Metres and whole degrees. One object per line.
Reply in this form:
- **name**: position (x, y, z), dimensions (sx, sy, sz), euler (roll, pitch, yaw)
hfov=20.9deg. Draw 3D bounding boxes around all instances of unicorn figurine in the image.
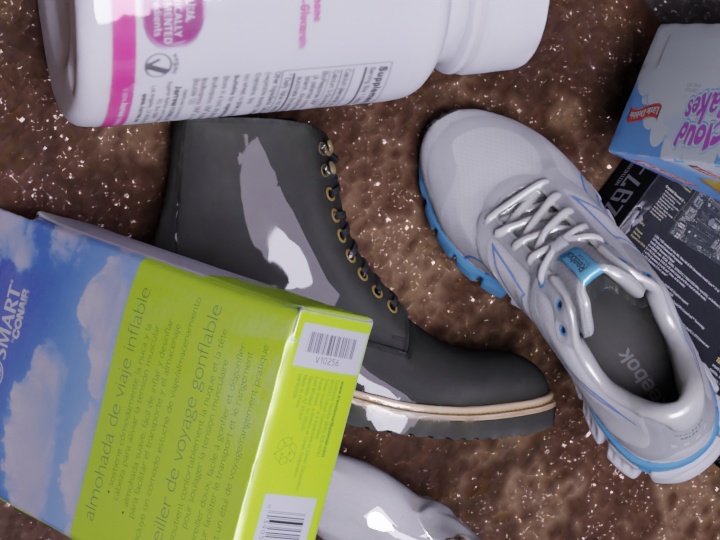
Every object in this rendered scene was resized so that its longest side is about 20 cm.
- **unicorn figurine**: position (0.006, 0.119, 0.871), dimensions (0.200, 0.137, 0.074), euler (45, 92, -5)

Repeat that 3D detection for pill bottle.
- **pill bottle**: position (-0.030, -0.124, 0.817), dimensions (0.199, 0.113, 0.114), euler (-7, 100, -17)

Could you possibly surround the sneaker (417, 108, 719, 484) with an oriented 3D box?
- **sneaker**: position (0.094, -0.002, 0.855), dimensions (0.075, 0.087, 0.200), euler (-37, 70, -5)

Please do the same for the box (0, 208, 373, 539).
- **box**: position (-0.091, 0.052, 0.795), dimensions (0.048, 0.200, 0.122), euler (12, 94, -45)

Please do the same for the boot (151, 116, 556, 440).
- **boot**: position (0.000, 0.000, 0.871), dimensions (0.200, 0.077, 0.139), euler (7, 90, -21)

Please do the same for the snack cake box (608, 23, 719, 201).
- **snack cake box**: position (0.228, -0.043, 0.872), dimensions (0.200, 0.115, 0.067), euler (22, 91, -20)

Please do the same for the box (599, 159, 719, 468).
- **box**: position (0.202, 0.013, 0.956), dimensions (0.200, 0.044, 0.160), euler (38, 84, -20)
